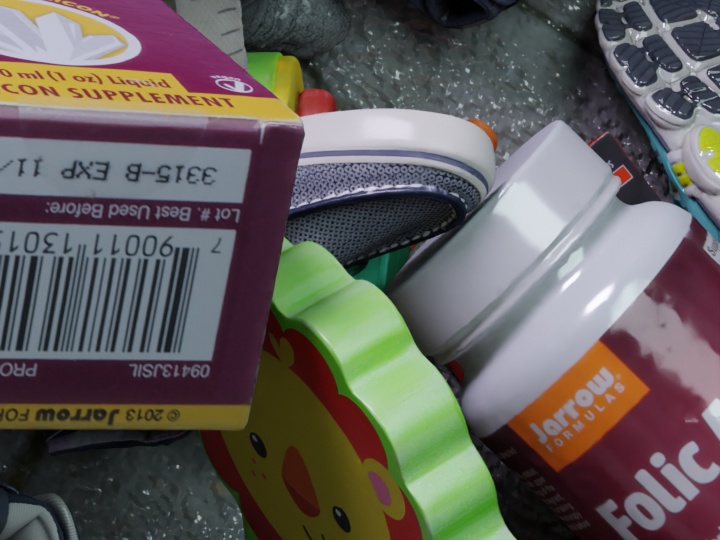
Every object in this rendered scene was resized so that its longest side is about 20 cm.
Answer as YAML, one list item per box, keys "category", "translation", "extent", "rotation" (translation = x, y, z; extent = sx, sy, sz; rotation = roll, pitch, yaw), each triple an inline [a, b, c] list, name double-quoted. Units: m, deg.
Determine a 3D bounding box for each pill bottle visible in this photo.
- category: "pill bottle"
  translation: [0.109, 0.048, 0.952]
  extent: [0.200, 0.114, 0.114]
  rotation: [44, 56, -3]

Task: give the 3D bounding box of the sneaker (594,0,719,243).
- category: "sneaker"
  translation: [0.148, -0.045, 1.108]
  extent: [0.077, 0.080, 0.200]
  rotation: [-9, 55, -19]

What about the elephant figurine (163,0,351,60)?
- category: "elephant figurine"
  translation: [-0.082, -0.139, 0.976]
  extent: [0.199, 0.155, 0.142]
  rotation: [-10, 98, -20]

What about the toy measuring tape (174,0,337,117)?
- category: "toy measuring tape"
  translation: [-0.045, -0.072, 0.959]
  extent: [0.073, 0.200, 0.074]
  rotation: [-3, 53, 4]

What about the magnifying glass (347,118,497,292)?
- category: "magnifying glass"
  translation: [0.000, 0.000, 1.019]
  extent: [0.200, 0.079, 0.022]
  rotation: [-52, 127, -43]

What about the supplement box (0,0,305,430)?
- category: "supplement box"
  translation: [-0.118, -0.036, 0.808]
  extent: [0.130, 0.200, 0.104]
  rotation: [1, 111, -27]

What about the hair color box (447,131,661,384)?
- category: "hair color box"
  translation: [0.117, 0.055, 1.056]
  extent: [0.101, 0.061, 0.200]
  rotation: [-37, 90, -34]

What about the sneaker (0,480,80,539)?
- category: "sneaker"
  translation: [-0.150, 0.065, 0.860]
  extent: [0.077, 0.146, 0.203]
  rotation: [-6, 71, -27]

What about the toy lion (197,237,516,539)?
- category: "toy lion"
  translation: [0.007, 0.089, 0.833]
  extent: [0.069, 0.192, 0.200]
  rotation: [-29, 52, -26]

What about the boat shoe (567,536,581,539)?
- category: "boat shoe"
  translation: [0.021, 0.166, 0.959]
  extent: [0.200, 0.072, 0.068]
  rotation: [-28, 88, -24]

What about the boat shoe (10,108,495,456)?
- category: "boat shoe"
  translation: [-0.042, 0.010, 0.921]
  extent: [0.075, 0.199, 0.093]
  rotation: [35, 48, -50]

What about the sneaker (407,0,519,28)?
- category: "sneaker"
  translation: [0.057, -0.141, 1.101]
  extent: [0.199, 0.074, 0.081]
  rotation: [3, 81, -35]
